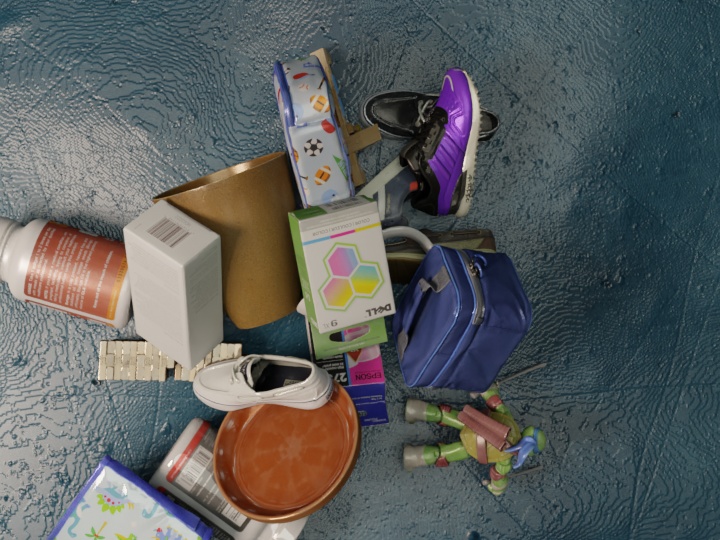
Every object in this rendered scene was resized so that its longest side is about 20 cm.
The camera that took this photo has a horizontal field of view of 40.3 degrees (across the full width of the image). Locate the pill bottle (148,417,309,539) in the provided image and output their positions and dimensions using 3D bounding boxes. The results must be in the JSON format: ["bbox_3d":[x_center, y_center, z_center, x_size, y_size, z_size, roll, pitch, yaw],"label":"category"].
[{"bbox_3d":[-0.172,0.298,1.309,0.199,0.116,0.116,37,85,-4],"label":"pill bottle"}]

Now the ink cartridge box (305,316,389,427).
[{"bbox_3d":[-0.021,0.115,1.326,0.094,0.037,0.202,-6,61,-6],"label":"ink cartridge box"}]

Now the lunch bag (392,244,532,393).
[{"bbox_3d":[0.124,0.062,1.290,0.131,0.201,0.137,5,43,-22],"label":"lunch bag"}]

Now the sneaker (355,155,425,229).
[{"bbox_3d":[0.017,-0.068,1.359,0.200,0.075,0.085,-42,89,-6],"label":"sneaker"}]

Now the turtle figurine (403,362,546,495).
[{"bbox_3d":[0.164,0.232,1.369,0.192,0.200,0.146,1,112,13],"label":"turtle figurine"}]

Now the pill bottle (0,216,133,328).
[{"bbox_3d":[-0.390,-0.003,1.295,0.198,0.112,0.113,17,87,-6],"label":"pill bottle"}]

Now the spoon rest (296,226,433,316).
[{"bbox_3d":[0.000,0.000,1.306,0.199,0.099,0.061,-30,78,-4],"label":"spoon rest"}]

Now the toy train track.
[{"bbox_3d":[-0.028,-0.212,1.378,0.114,0.032,0.202,-20,83,25],"label":"toy train track"}]

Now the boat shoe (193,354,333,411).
[{"bbox_3d":[-0.133,0.134,1.251,0.198,0.066,0.074,-5,54,21],"label":"boat shoe"}]

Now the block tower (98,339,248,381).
[{"bbox_3d":[-0.252,0.123,1.336,0.197,0.058,0.055,2,88,-8],"label":"block tower"}]

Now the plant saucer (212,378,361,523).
[{"bbox_3d":[-0.090,0.221,1.233,0.198,0.032,0.202,-12,53,17],"label":"plant saucer"}]

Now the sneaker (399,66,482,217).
[{"bbox_3d":[0.102,-0.169,1.311,0.098,0.070,0.203,-2,104,-16],"label":"sneaker"}]

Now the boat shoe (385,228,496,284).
[{"bbox_3d":[0.093,-0.025,1.375,0.197,0.073,0.065,0,61,3],"label":"boat shoe"}]

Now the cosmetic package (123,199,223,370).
[{"bbox_3d":[-0.233,0.021,1.242,0.101,0.201,0.071,31,51,20],"label":"cosmetic package"}]

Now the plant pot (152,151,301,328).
[{"bbox_3d":[-0.152,-0.033,1.301,0.185,0.186,0.202,-21,101,-6],"label":"plant pot"}]

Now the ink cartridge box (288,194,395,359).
[{"bbox_3d":[-0.019,0.016,1.228,0.103,0.059,0.202,-14,107,-15],"label":"ink cartridge box"}]

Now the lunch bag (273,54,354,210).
[{"bbox_3d":[-0.063,-0.167,1.268,0.075,0.161,0.202,-13,124,-6],"label":"lunch bag"}]

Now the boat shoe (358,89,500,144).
[{"bbox_3d":[0.098,-0.215,1.376,0.198,0.068,0.073,10,87,-6],"label":"boat shoe"}]

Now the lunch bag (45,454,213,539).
[{"bbox_3d":[-0.297,0.338,1.256,0.169,0.128,0.200,36,127,-4],"label":"lunch bag"}]
